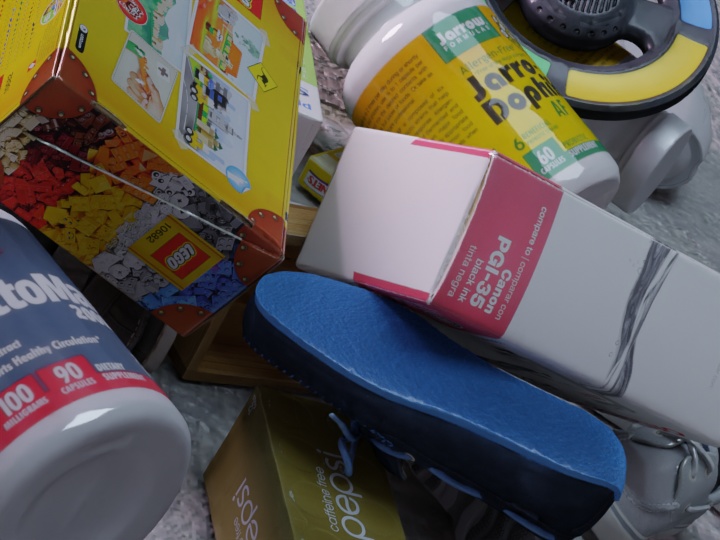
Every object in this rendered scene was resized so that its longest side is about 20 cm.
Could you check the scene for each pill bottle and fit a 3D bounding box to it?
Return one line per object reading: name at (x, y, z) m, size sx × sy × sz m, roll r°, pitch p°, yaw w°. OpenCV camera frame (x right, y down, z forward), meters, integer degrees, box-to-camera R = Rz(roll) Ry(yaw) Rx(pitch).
pill bottle at (-0.177, 0.040, 1.040) m, size 0.119 × 0.120 × 0.200 m, roll -5°, pitch 43°, yaw -48°
pill bottle at (0.060, -0.099, 1.439) m, size 0.200 × 0.113 × 0.113 m, roll 52°, pitch 32°, yaw 15°
pill bottle at (0.127, -0.128, 1.595) m, size 0.200 × 0.105 × 0.104 m, roll 38°, pitch 28°, yaw 11°

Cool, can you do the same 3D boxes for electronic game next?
electronic game at (0.144, -0.182, 1.546) m, size 0.199 × 0.042 × 0.201 m, roll 8°, pitch 55°, yaw -11°

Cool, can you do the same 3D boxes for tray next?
tray at (0.000, 0.020, 1.271) m, size 0.199 × 0.099 × 0.037 m, roll 8°, pitch 32°, yaw -37°

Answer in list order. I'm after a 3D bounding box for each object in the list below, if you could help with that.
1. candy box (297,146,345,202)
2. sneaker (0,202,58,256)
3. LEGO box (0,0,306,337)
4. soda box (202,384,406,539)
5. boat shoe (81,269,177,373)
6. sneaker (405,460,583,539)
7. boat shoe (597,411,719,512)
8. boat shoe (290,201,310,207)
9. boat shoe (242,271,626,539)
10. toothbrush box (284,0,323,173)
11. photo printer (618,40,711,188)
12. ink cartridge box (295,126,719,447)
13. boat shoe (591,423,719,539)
candy box at (0.051, -0.052, 1.522) m, size 0.102 × 0.026 × 0.200 m, roll 42°, pitch 29°, yaw 18°
sneaker at (-0.177, -0.075, 1.244) m, size 0.070 × 0.099 × 0.201 m, roll 26°, pitch 27°, yaw -28°
LEGO box at (-0.108, -0.092, 1.168) m, size 0.149 × 0.077 × 0.201 m, roll 38°, pitch 32°, yaw -26°
soda box at (-0.019, 0.144, 1.083) m, size 0.067 × 0.064 × 0.200 m, roll 18°, pitch 29°, yaw -25°
boat shoe at (-0.120, -0.024, 1.262) m, size 0.057 × 0.067 × 0.201 m, roll 27°, pitch 30°, yaw -16°
sneaker at (0.091, 0.130, 1.205) m, size 0.082 × 0.075 × 0.201 m, roll 19°, pitch 33°, yaw -35°
boat shoe at (0.194, 0.074, 1.413) m, size 0.200 × 0.064 × 0.071 m, roll 40°, pitch 28°, yaw 17°
boat shoe at (0.000, 0.000, 1.342) m, size 0.199 × 0.066 × 0.074 m, roll 10°, pitch 33°, yaw -34°
boat shoe at (0.027, 0.075, 1.107) m, size 0.199 × 0.069 × 0.084 m, roll 32°, pitch 35°, yaw 4°
toothbrush box at (-0.111, -0.135, 1.435) m, size 0.145 × 0.086 × 0.200 m, roll 20°, pitch 28°, yaw -20°
photo printer at (0.172, -0.144, 1.752) m, size 0.199 × 0.070 × 0.167 m, roll 24°, pitch 28°, yaw -12°
ink cartridge box at (0.091, 0.009, 1.183) m, size 0.199 × 0.083 × 0.146 m, roll 27°, pitch -6°, yaw -29°
boat shoe at (0.162, 0.110, 1.257) m, size 0.072 × 0.068 × 0.200 m, roll 62°, pitch 17°, yaw 22°
